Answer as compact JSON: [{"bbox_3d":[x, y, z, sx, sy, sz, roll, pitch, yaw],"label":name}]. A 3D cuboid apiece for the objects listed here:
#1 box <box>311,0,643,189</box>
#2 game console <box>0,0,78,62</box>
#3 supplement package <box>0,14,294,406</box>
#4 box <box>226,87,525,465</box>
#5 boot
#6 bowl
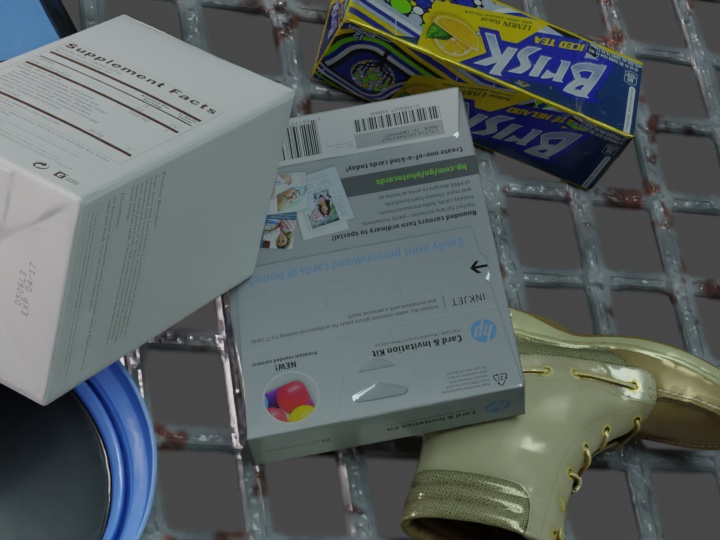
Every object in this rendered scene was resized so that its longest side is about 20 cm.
[{"bbox_3d":[0.076,-0.127,1.375,0.200,0.064,0.070,21,52,-11],"label":"box"},{"bbox_3d":[-0.242,-0.180,1.225,0.172,0.119,0.200,-17,68,-32],"label":"game console"},{"bbox_3d":[-0.143,-0.038,1.127,0.120,0.121,0.200,25,29,20],"label":"supplement package"},{"bbox_3d":[0.000,0.000,1.231,0.156,0.041,0.200,-11,60,0],"label":"box"},{"bbox_3d":[0.124,0.109,1.236,0.200,0.073,0.156,16,53,-9],"label":"boot"},{"bbox_3d":[-0.205,0.097,1.113,0.200,0.039,0.201,12,55,-18],"label":"bowl"}]
